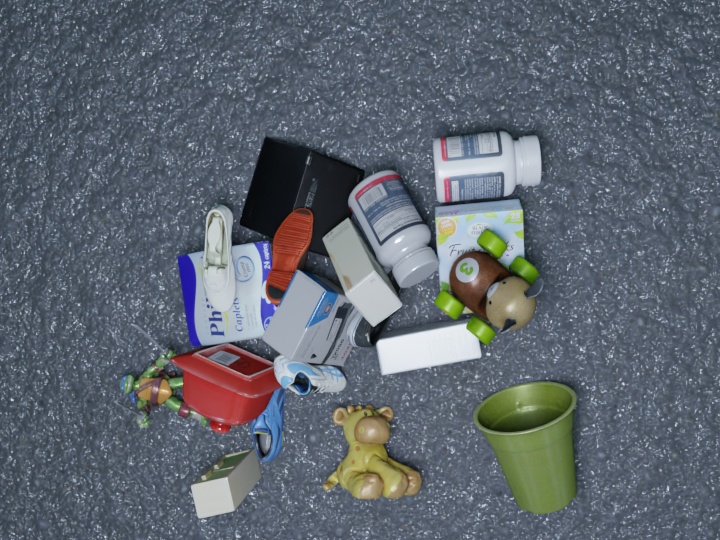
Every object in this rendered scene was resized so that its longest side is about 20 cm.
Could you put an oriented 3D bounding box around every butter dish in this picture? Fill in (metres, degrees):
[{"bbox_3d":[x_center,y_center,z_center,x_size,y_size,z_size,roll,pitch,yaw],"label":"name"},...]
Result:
[{"bbox_3d":[-0.256,0.241,1.409,0.195,0.199,0.152,20,100,17],"label":"butter dish"}]

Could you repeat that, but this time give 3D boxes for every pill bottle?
[{"bbox_3d":[0.239,-0.199,1.390,0.194,0.120,0.123,-4,91,7],"label":"pill bottle"},{"bbox_3d":[0.067,-0.077,1.397,0.118,0.120,0.203,-30,71,7],"label":"pill bottle"}]

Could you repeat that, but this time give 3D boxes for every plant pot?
[{"bbox_3d":[0.332,0.343,1.385,0.195,0.200,0.195,-16,103,7],"label":"plant pot"}]

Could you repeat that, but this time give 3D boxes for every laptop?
[{"bbox_3d":[-0.121,-0.149,1.498,0.195,0.116,0.192,16,94,-23],"label":"laptop"}]

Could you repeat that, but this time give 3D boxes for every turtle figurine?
[{"bbox_3d":[-0.390,0.241,1.462,0.189,0.147,0.202,14,137,-11],"label":"turtle figurine"}]

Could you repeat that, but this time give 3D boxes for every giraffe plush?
[{"bbox_3d":[0.019,0.352,1.443,0.196,0.170,0.167,-5,79,41],"label":"giraffe plush"}]

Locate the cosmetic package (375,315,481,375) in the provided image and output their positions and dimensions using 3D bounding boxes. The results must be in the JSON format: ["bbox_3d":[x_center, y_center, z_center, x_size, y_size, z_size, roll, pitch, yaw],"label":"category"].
[{"bbox_3d":[0.134,0.146,1.430,0.194,0.101,0.073,-11,91,8],"label":"cosmetic package"}]

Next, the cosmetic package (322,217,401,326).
[{"bbox_3d":[0.000,0.000,1.384,0.070,0.201,0.106,-35,124,7],"label":"cosmetic package"}]

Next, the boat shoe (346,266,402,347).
[{"bbox_3d":[0.045,0.069,1.418,0.056,0.069,0.202,9,55,39],"label":"boat shoe"}]

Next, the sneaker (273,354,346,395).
[{"bbox_3d":[-0.096,0.216,1.421,0.071,0.198,0.074,-31,57,24],"label":"sneaker"}]

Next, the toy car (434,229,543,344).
[{"bbox_3d":[0.242,0.044,1.260,0.156,0.200,0.166,36,92,-13],"label":"toy car"}]

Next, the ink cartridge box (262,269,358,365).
[{"bbox_3d":[-0.076,0.096,1.397,0.083,0.199,0.147,31,96,28],"label":"ink cartridge box"}]

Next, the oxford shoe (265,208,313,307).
[{"bbox_3d":[-0.135,-0.022,1.414,0.069,0.073,0.205,13,70,13],"label":"oxford shoe"}]

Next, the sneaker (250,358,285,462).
[{"bbox_3d":[-0.192,0.286,1.487,0.064,0.078,0.207,-3,90,9],"label":"sneaker"}]

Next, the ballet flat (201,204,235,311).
[{"bbox_3d":[-0.275,-0.023,1.389,0.067,0.069,0.207,1,91,7],"label":"ballet flat"}]

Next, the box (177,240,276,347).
[{"bbox_3d":[-0.251,0.048,1.472,0.194,0.105,0.190,-9,90,8],"label":"box"}]

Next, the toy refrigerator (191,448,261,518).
[{"bbox_3d":[-0.260,0.411,1.436,0.074,0.200,0.072,-13,91,7],"label":"toy refrigerator"}]

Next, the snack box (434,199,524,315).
[{"bbox_3d":[0.230,-0.024,1.399,0.163,0.068,0.205,-5,112,7],"label":"snack box"}]
